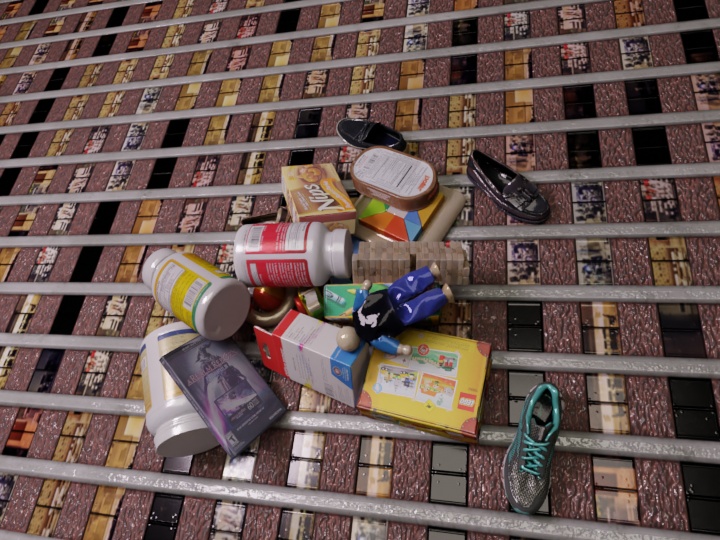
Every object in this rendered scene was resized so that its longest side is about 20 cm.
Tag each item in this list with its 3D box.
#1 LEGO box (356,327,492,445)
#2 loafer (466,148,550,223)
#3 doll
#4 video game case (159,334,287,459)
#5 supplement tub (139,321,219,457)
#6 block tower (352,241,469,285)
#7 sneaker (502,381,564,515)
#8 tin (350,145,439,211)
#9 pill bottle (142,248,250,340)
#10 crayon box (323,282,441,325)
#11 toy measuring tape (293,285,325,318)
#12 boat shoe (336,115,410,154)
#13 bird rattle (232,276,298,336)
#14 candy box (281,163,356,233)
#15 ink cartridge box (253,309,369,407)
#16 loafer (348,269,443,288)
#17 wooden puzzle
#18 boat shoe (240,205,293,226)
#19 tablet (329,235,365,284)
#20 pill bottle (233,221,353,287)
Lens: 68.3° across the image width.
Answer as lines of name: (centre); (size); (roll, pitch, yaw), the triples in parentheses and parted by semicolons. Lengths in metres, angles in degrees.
LEGO box: (0.111, 0.186, 0.886); (0.196, 0.077, 0.152); (9, 66, 19)
loafer: (0.282, -0.166, 1.033); (0.072, 0.063, 0.200); (-42, 60, -9)
doll: (0.050, 0.071, 0.841); (0.197, 0.049, 0.138); (-28, 75, 1)
video game case: (-0.229, 0.199, 0.907); (0.019, 0.142, 0.201); (-41, 84, 33)
supplement tub: (-0.312, 0.211, 0.948); (0.142, 0.145, 0.203); (-22, 59, 3)
block tower: (0.085, -0.013, 0.909); (0.195, 0.055, 0.058); (0, 37, 4)
sneaker: (0.260, 0.258, 0.800); (0.076, 0.092, 0.203); (10, 66, 20)
tin: (0.066, -0.190, 1.079); (0.197, 0.042, 0.113); (25, 71, 28)
pill bottle: (-0.299, 0.034, 0.948); (0.198, 0.113, 0.114); (25, 71, 31)
crayon box: (0.043, 0.061, 0.933); (0.195, 0.119, 0.060); (-2, 78, 9)
toy measuring tape: (-0.082, 0.064, 0.967); (0.073, 0.074, 0.200); (-32, 15, -4)
boat shoe: (0.025, -0.301, 1.175); (0.198, 0.062, 0.075); (32, 76, 28)
bird rattle: (-0.204, 0.042, 1.036); (0.160, 0.113, 0.203); (21, 68, 1)
candy box: (-0.089, -0.145, 1.074); (0.113, 0.056, 0.202); (-8, 40, -14)
ink cartridge box: (-0.083, 0.146, 0.929); (0.197, 0.118, 0.068); (19, 47, 23)
loafer: (0.064, -0.004, 0.986); (0.195, 0.073, 0.073); (6, 72, 7)
wooden puzzle: (0.086, -0.121, 1.068); (0.198, 0.037, 0.186); (28, 69, 23)
boat shoe: (-0.157, -0.095, 1.109); (0.195, 0.072, 0.074); (0, 63, 15)
tablet: (0.000, 0.000, 1.051); (0.128, 0.014, 0.203); (-23, 59, 2)
pill bottle: (-0.116, -0.028, 0.944); (0.195, 0.113, 0.115); (-1, 62, 10)
